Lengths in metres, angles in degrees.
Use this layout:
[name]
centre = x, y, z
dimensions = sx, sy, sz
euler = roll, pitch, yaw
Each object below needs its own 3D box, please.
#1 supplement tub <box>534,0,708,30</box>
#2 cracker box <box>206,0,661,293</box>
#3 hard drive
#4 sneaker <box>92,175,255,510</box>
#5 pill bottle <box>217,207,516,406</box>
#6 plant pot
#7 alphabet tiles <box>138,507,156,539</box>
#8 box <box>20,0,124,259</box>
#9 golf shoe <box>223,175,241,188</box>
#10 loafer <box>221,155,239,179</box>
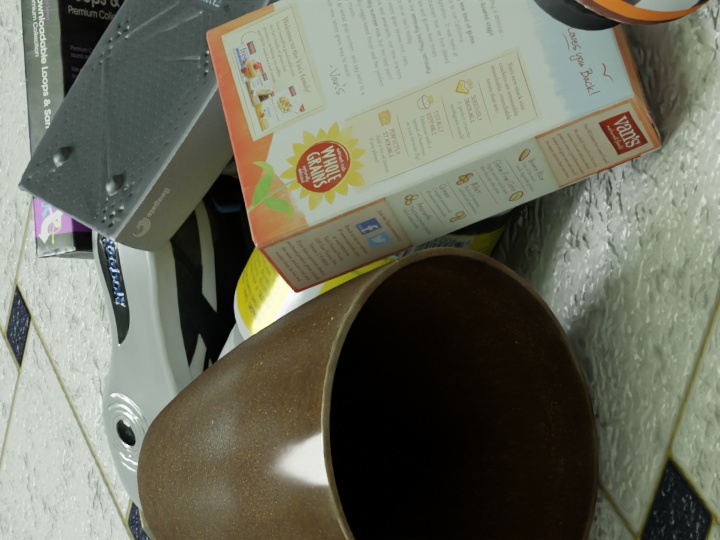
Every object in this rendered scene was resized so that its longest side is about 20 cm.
[supplement tub]
centre = 0.142, -0.175, 1.275
dimensions = 0.200, 0.106, 0.108
euler = 140, 127, -60
[cracker box]
centre = 0.034, -0.089, 1.418
dimensions = 0.058, 0.199, 0.135
euler = 50, -158, -56
[hard drive]
centre = -0.095, -0.108, 1.546
dimensions = 0.201, 0.042, 0.135
euler = -59, 35, -4
[sneaker]
centre = -0.087, 0.038, 1.640
dimensions = 0.073, 0.112, 0.201
euler = 23, 126, 39
[pill bottle]
centre = 0.000, 0.000, 1.544
dimensions = 0.201, 0.114, 0.115
euler = -61, 35, 33
[plant pot]
centre = -0.016, 0.095, 1.445
dimensions = 0.199, 0.186, 0.188
euler = -11, 77, 46
[alphabet tiles]
centre = -0.113, 0.160, 1.808
dimensions = 0.200, 0.008, 0.168
euler = 64, -170, -57
[box]
centre = -0.136, -0.106, 1.663
dimensions = 0.036, 0.143, 0.201
euler = -9, 83, 34
[golf shoe]
centre = -0.093, 0.009, 1.751
dimensions = 0.092, 0.072, 0.201
euler = -149, 68, -66
[loafer]
centre = -0.039, -0.077, 1.612
dimensions = 0.076, 0.069, 0.200
euler = -63, 3, 5
